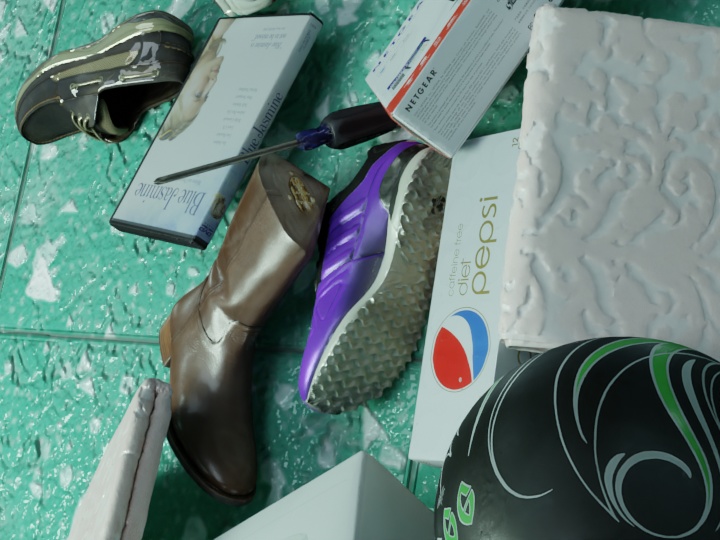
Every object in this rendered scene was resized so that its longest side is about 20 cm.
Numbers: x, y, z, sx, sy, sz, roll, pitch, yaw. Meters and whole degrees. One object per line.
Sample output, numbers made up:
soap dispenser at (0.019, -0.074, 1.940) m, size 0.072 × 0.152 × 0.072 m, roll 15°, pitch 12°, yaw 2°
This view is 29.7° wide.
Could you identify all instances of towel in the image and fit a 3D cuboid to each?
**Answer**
towel at (0.181, -0.044, 0.778) m, size 0.189 × 0.032 × 0.203 m, roll 7°, pitch 78°, yaw 0°
towel at (-0.183, 0.203, 0.951) m, size 0.200 × 0.032 × 0.193 m, roll 125°, pitch 159°, yaw -47°

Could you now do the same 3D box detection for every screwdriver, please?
screwdriver at (-0.059, -0.087, 0.961) m, size 0.029 × 0.198 × 0.028 m, roll 9°, pitch 115°, yaw 63°

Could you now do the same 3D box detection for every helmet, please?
helmet at (0.136, 0.128, 0.694) m, size 0.199 × 0.200 × 0.191 m, roll -36°, pitch 24°, yaw 24°

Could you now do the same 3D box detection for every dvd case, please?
dvd case at (-0.117, -0.114, 1.070) m, size 0.142 × 0.017 × 0.202 m, roll 11°, pitch 72°, yaw 52°

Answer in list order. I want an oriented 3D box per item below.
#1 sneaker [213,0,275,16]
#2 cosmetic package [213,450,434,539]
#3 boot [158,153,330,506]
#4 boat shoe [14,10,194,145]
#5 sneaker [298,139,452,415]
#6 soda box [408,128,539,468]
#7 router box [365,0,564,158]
sneaker at (-0.087, -0.302, 1.130) m, size 0.084 × 0.077 × 0.202 m, roll -12°, pitch 68°, yaw 13°
cosmetic package at (-0.042, 0.251, 0.812) m, size 0.199 × 0.123 × 0.201 m, roll -34°, pitch 25°, yaw 25°
boot at (-0.074, 0.038, 0.966) m, size 0.200 × 0.064 × 0.187 m, roll -52°, pitch 47°, yaw 32°
boat shoe at (-0.226, -0.152, 1.175) m, size 0.199 × 0.074 × 0.074 m, roll -26°, pitch 60°, yaw 31°
sneaker at (0.000, 0.000, 0.955) m, size 0.099 × 0.069 × 0.202 m, roll 24°, pitch 88°, yaw 48°
soda box at (0.086, 0.022, 0.821) m, size 0.068 × 0.063 × 0.202 m, roll -5°, pitch 71°, yaw 51°
router box at (0.084, -0.181, 0.888) m, size 0.201 × 0.049 × 0.180 m, roll -55°, pitch 13°, yaw 9°
